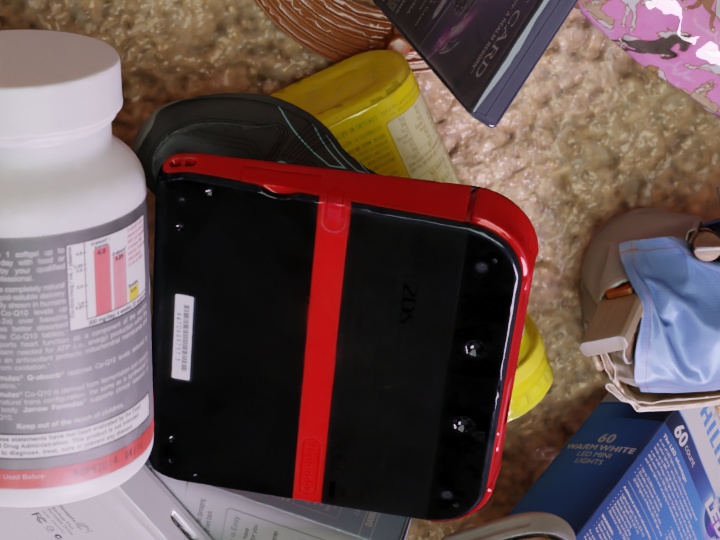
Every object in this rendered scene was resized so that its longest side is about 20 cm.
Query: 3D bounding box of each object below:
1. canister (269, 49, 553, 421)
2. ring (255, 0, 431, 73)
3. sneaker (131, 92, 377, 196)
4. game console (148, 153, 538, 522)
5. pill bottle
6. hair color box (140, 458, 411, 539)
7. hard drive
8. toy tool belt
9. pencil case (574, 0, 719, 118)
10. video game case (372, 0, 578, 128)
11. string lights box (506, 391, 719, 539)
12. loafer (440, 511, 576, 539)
[{"bbox_3d":[0.000,0.000,1.158,0.148,0.087,0.200,-25,115,1],"label":"canister"},{"bbox_3d":[0.027,-0.197,1.127,0.200,0.019,0.201,-4,112,-10],"label":"ring"},{"bbox_3d":[-0.016,-0.026,1.057,0.199,0.079,0.076,22,106,-16],"label":"sneaker"},{"bbox_3d":[-0.012,0.035,1.035,0.176,0.031,0.201,10,129,4],"label":"game console"},{"bbox_3d":[-0.155,-0.002,1.007,0.115,0.116,0.201,-3,112,-11],"label":"pill bottle"},{"bbox_3d":[-0.075,0.125,1.154,0.199,0.061,0.099,18,135,5],"label":"hair color box"},{"bbox_3d":[-0.167,0.161,1.162,0.200,0.027,0.132,-20,120,35],"label":"hard drive"},{"bbox_3d":[0.214,0.011,1.167,0.199,0.123,0.125,-13,97,6],"label":"toy tool belt"},{"bbox_3d":[0.192,-0.135,1.147,0.200,0.083,0.086,33,134,-26],"label":"pencil case"},{"bbox_3d":[0.069,-0.160,1.031,0.019,0.200,0.143,28,103,-23],"label":"video game case"},{"bbox_3d":[0.139,0.155,1.205,0.200,0.059,0.103,-45,120,-37],"label":"string lights box"},{"bbox_3d":[0.019,0.183,1.089,0.199,0.063,0.072,-23,136,12],"label":"loafer"}]
